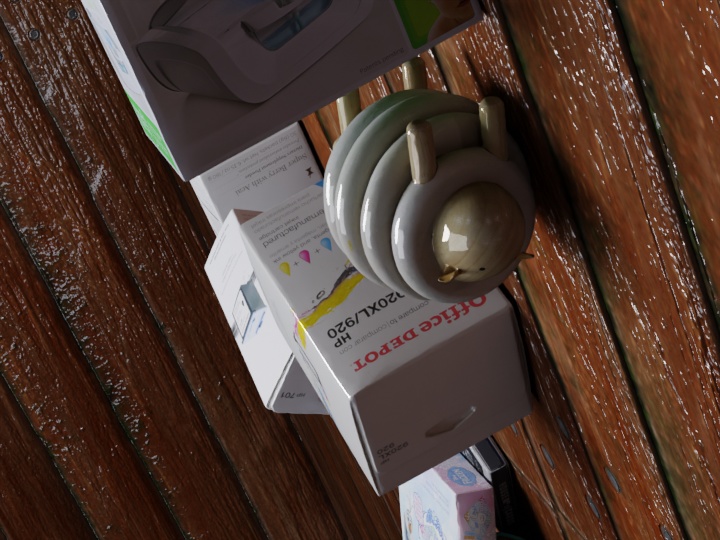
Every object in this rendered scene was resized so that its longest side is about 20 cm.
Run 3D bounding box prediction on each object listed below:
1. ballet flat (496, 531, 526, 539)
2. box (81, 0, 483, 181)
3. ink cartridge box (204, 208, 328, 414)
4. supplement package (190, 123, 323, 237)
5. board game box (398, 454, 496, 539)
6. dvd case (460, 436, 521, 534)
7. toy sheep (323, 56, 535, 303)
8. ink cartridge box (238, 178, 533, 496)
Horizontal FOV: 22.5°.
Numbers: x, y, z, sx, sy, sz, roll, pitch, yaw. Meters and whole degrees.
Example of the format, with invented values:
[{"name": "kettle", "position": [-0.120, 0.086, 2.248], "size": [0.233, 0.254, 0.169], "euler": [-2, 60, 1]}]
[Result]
[{"name": "ballet flat", "position": [0.147, 0.312, 1.822], "size": [0.067, 0.069, 0.200], "euler": [14, 165, 10]}, {"name": "box", "position": [-0.059, -0.182, 1.013], "size": [0.097, 0.199, 0.178], "euler": [46, 161, 60]}, {"name": "ink cartridge box", "position": [-0.047, 0.039, 1.759], "size": [0.086, 0.145, 0.201], "euler": [-64, 37, 31]}, {"name": "supplement package", "position": [-0.093, -0.058, 1.912], "size": [0.201, 0.120, 0.120], "euler": [65, 171, -26]}, {"name": "board game box", "position": [0.086, 0.274, 1.791], "size": [0.200, 0.043, 0.201], "euler": [-137, 40, -68]}, {"name": "dvd case", "position": [0.094, 0.153, 1.794], "size": [0.201, 0.025, 0.151], "euler": [57, 171, 33]}, {"name": "toy sheep", "position": [0.037, -0.051, 1.108], "size": [0.200, 0.137, 0.139], "euler": [42, 160, 56]}, {"name": "ink cartridge box", "position": [0.022, 0.038, 1.424], "size": [0.201, 0.146, 0.145], "euler": [55, 170, 38]}]
